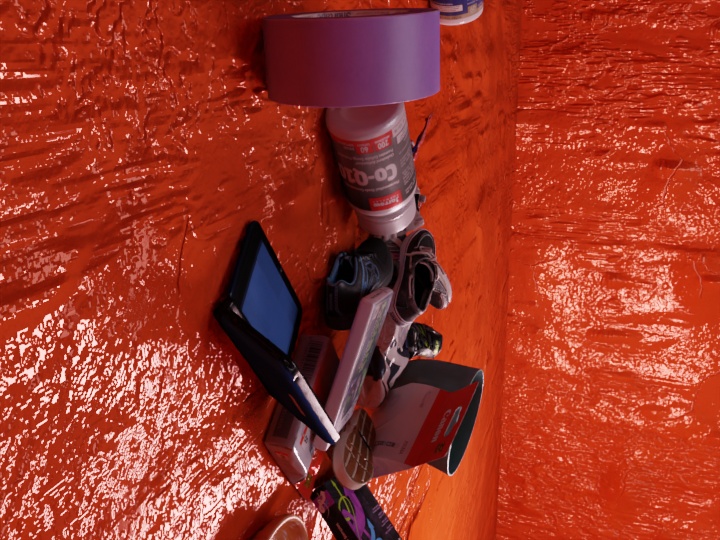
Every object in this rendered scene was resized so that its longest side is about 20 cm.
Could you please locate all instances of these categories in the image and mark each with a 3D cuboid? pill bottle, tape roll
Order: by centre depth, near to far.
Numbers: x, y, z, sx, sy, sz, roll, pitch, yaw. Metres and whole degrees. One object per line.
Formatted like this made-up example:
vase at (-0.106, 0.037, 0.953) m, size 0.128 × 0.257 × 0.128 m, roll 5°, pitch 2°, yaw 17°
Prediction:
tape roll at (-0.009, -0.240, 0.798) m, size 0.200 × 0.195 × 0.087 m, roll -48°, pitch 140°, yaw -60°
pill bottle at (0.022, -0.155, 1.046) m, size 0.202 × 0.111 × 0.116 m, roll 74°, pitch 29°, yaw -46°
pill bottle at (0.183, -0.600, 1.415) m, size 0.112 × 0.108 × 0.203 m, roll -67°, pitch 154°, yaw -42°

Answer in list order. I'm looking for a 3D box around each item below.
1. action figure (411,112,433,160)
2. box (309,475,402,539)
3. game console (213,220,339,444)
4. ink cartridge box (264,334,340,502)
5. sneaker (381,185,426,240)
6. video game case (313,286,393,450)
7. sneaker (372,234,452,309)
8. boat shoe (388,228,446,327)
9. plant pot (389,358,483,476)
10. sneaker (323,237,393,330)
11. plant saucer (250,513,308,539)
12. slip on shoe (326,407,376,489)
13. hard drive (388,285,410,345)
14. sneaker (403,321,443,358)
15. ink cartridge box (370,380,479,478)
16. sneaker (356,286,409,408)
action figure at (0.064, -0.225, 1.215) m, size 0.200 × 0.064 × 0.101 m, roll -32°, pitch 141°, yaw -68°
box at (0.013, 0.400, 1.092) m, size 0.202 × 0.036 × 0.143 m, roll 56°, pitch 13°, yaw 13°
game console at (-0.075, 0.074, 0.823) m, size 0.119 × 0.169 × 0.202 m, roll -47°, pitch 147°, yaw -18°
ink cartridge box at (-0.059, 0.212, 0.999) m, size 0.202 × 0.049 × 0.165 m, roll 67°, pitch 33°, yaw -49°
sneaker at (0.071, -0.119, 1.217) m, size 0.203 × 0.080 × 0.076 m, roll -89°, pitch 170°, yaw -50°
video game case at (-0.005, 0.127, 0.998) m, size 0.182 × 0.023 × 0.205 m, roll -20°, pitch 129°, yaw -79°
sneaker at (0.083, 0.009, 1.266) m, size 0.199 × 0.080 × 0.076 m, roll 40°, pitch 56°, yaw -27°
boat shoe at (0.097, -0.002, 1.167) m, size 0.074 × 0.068 × 0.201 m, roll 43°, pitch 44°, yaw -16°
plant pot at (0.128, 0.262, 1.374) m, size 0.200 × 0.157 × 0.206 m, roll 16°, pitch 90°, yaw -69°
sneaker at (0.000, 0.000, 1.083) m, size 0.201 × 0.071 × 0.084 m, roll -62°, pitch 150°, yaw -50°
plant saucer at (-0.117, 0.406, 0.895) m, size 0.200 × 0.036 × 0.206 m, roll 6°, pitch 90°, yaw -72°
slip on shoe at (-0.022, 0.264, 1.056) m, size 0.077 × 0.060 × 0.200 m, roll 60°, pitch 11°, yaw -9°
hard drive at (0.072, 0.057, 1.367) m, size 0.201 × 0.037 × 0.143 m, roll -60°, pitch 149°, yaw -50°
sneaker at (0.124, 0.143, 1.473) m, size 0.199 × 0.081 × 0.073 m, roll -3°, pitch 103°, yaw -70°
ink cartridge box at (0.079, 0.238, 1.129) m, size 0.047 × 0.199 × 0.161 m, roll 47°, pitch 45°, yaw -11°
sneaker at (0.039, 0.121, 1.223) m, size 0.129 × 0.077 × 0.205 m, roll -23°, pitch 116°, yaw -71°
